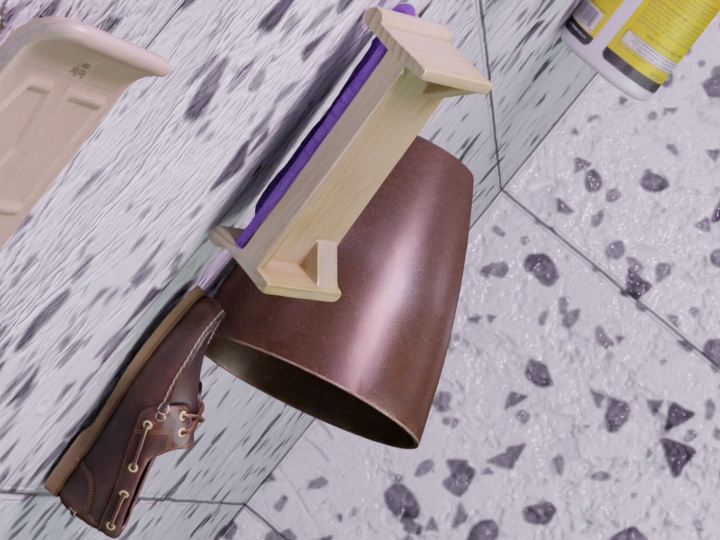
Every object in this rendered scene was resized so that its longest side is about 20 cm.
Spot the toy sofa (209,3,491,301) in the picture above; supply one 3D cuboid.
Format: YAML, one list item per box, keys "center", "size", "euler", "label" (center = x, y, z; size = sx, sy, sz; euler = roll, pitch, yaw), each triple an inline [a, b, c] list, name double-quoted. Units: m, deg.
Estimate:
- center: [-0.015, -0.083, 1.756]
  size: [0.083, 0.098, 0.200]
  euler: [7, 126, -53]
  label: "toy sofa"

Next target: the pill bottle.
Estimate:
- center: [0.300, -0.277, 2.631]
  size: [0.200, 0.114, 0.114]
  euler: [-52, 174, 13]
  label: "pill bottle"

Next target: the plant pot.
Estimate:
- center: [0.000, 0.000, 1.946]
  size: [0.187, 0.186, 0.201]
  euler: [97, 18, -78]
  label: "plant pot"

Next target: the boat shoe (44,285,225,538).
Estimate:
- center: [-0.145, 0.102, 1.876]
  size: [0.200, 0.070, 0.070]
  euler: [-55, 171, 26]
  label: "boat shoe"

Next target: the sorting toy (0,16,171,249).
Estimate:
- center: [-0.173, -0.030, 1.112]
  size: [0.200, 0.036, 0.185]
  euler: [-47, 174, 5]
  label: "sorting toy"
